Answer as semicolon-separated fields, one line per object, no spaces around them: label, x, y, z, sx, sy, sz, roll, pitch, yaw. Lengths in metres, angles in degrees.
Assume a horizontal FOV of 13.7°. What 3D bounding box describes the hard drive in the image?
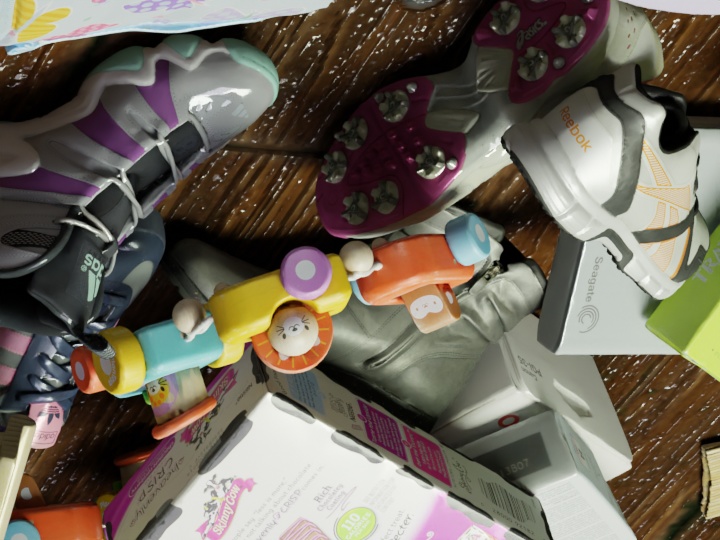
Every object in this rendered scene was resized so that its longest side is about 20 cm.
hard drive;0.199;-0.018;1.618;0.200;0.027;0.132;1;113;-28

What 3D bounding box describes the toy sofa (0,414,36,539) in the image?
toy sofa;-0.270;0.089;1.509;0.200;0.098;0.083;16;106;-5

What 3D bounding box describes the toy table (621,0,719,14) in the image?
toy table;0.139;-0.198;1.287;0.184;0.117;0.200;-34;145;25

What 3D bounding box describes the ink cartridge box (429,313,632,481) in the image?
ink cartridge box;0.034;0.104;1.732;0.200;0.083;0.147;-30;146;19

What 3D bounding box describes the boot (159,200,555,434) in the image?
boot;0.000;0.000;1.586;0.200;0.068;0.131;31;105;-31

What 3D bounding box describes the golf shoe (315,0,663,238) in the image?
golf shoe;0.066;-0.071;1.491;0.200;0.075;0.092;-35;147;28

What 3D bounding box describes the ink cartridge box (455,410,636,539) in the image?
ink cartridge box;0.071;0.159;1.719;0.163;0.057;0.200;-24;156;10

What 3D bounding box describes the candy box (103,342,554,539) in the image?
candy box;-0.015;0.139;1.575;0.200;0.061;0.136;32;111;-26

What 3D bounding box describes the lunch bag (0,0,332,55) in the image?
lunch bag;-0.080;-0.179;1.209;0.170;0.127;0.200;-8;137;-18

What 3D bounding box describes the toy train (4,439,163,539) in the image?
toy train;-0.150;0.127;1.662;0.150;0.056;0.200;-7;177;-3

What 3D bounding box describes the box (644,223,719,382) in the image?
box;0.257;-0.016;1.604;0.122;0.048;0.200;34;94;-36

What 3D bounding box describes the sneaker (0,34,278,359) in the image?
sneaker;-0.121;-0.021;1.409;0.200;0.140;0.078;-23;143;9

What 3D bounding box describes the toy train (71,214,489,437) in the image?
toy train;-0.037;0.032;1.450;0.200;0.056;0.150;-22;172;19

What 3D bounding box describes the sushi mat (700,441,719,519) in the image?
sushi mat;0.317;0.113;1.946;0.200;0.012;0.096;-14;146;-5

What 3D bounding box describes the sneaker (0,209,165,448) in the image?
sneaker;-0.158;0.045;1.552;0.070;0.082;0.200;11;138;-34

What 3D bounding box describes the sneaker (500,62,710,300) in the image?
sneaker;0.143;-0.043;1.474;0.080;0.074;0.200;-37;157;11
